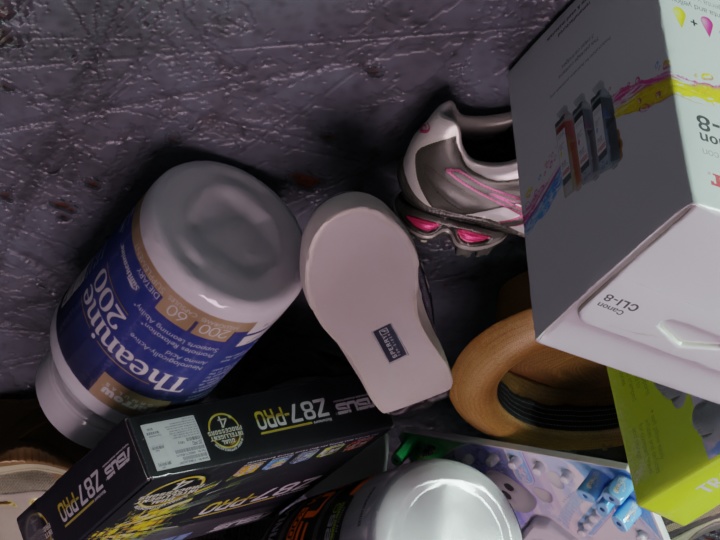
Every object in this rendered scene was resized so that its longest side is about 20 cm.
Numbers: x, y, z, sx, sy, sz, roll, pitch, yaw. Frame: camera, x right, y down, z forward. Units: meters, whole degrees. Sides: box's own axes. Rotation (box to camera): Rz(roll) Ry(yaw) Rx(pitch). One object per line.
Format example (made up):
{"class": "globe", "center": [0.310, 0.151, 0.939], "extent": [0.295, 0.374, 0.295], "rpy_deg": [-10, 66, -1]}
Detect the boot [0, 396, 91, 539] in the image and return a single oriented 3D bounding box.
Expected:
{"class": "boot", "center": [-0.200, 0.152, 1.727], "extent": [0.200, 0.072, 0.155], "rpy_deg": [-4, 144, 9]}

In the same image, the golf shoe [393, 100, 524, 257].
{"class": "golf shoe", "center": [0.122, -0.049, 1.475], "extent": [0.200, 0.077, 0.088], "rpy_deg": [6, 136, -13]}

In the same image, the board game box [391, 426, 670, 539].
{"class": "board game box", "center": [0.130, 0.198, 1.647], "extent": [0.200, 0.026, 0.200], "rpy_deg": [6, 133, 41]}

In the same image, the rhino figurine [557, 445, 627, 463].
{"class": "rhino figurine", "center": [0.158, 0.153, 1.758], "extent": [0.087, 0.060, 0.200], "rpy_deg": [-19, 149, -20]}

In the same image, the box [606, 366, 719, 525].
{"class": "box", "center": [0.239, 0.051, 1.448], "extent": [0.048, 0.122, 0.200], "rpy_deg": [25, 132, -37]}

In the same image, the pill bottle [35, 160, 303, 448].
{"class": "pill bottle", "center": [-0.126, 0.029, 1.529], "extent": [0.111, 0.111, 0.200], "rpy_deg": [17, 139, -25]}

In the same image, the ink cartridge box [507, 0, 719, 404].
{"class": "ink cartridge box", "center": [0.184, -0.054, 1.364], "extent": [0.145, 0.200, 0.145], "rpy_deg": [18, 139, -27]}

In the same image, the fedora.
{"class": "fedora", "center": [0.152, 0.043, 1.596], "extent": [0.201, 0.082, 0.201], "rpy_deg": [-7, 146, -4]}

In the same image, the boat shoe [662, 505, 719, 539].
{"class": "boat shoe", "center": [0.218, 0.139, 1.664], "extent": [0.200, 0.075, 0.073], "rpy_deg": [-15, 126, -1]}

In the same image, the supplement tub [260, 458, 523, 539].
{"class": "supplement tub", "center": [0.009, 0.201, 1.640], "extent": [0.123, 0.123, 0.200], "rpy_deg": [19, 156, -27]}

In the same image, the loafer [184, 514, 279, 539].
{"class": "loafer", "center": [-0.113, 0.191, 1.765], "extent": [0.071, 0.073, 0.200], "rpy_deg": [5, 168, 18]}

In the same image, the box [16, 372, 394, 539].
{"class": "box", "center": [-0.101, 0.129, 1.587], "extent": [0.200, 0.049, 0.161], "rpy_deg": [-10, 161, -40]}

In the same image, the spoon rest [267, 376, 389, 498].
{"class": "spoon rest", "center": [-0.012, 0.137, 1.728], "extent": [0.099, 0.061, 0.200], "rpy_deg": [-14, 143, 18]}

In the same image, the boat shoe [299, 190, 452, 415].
{"class": "boat shoe", "center": [0.000, 0.000, 1.512], "extent": [0.075, 0.093, 0.200], "rpy_deg": [-20, 139, -1]}
